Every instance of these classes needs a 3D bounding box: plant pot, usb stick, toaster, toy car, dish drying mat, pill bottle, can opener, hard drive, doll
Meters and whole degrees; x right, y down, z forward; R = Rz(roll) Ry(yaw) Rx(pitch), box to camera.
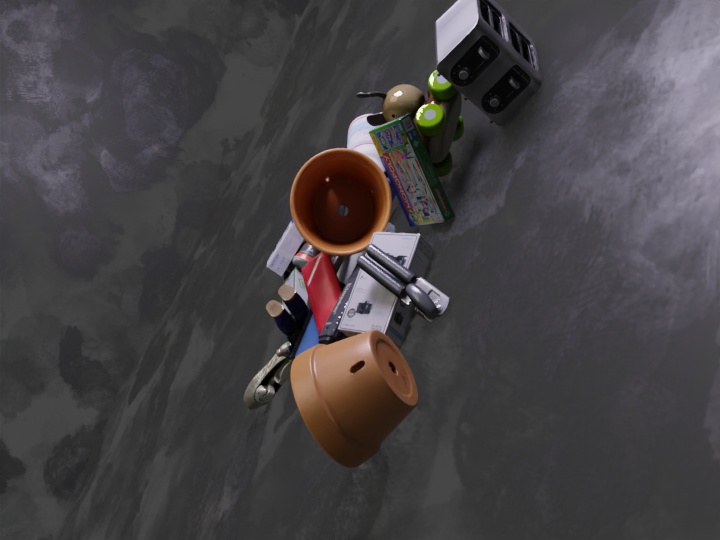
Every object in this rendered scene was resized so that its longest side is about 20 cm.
[{"bbox_3d":[0.000,0.189,1.292,0.139,0.200,0.202,-34,30,18],"label":"plant pot"},{"bbox_3d":[-0.021,0.054,1.518,0.055,0.033,0.203,-6,48,49],"label":"usb stick"},{"bbox_3d":[0.228,-0.394,1.471,0.118,0.179,0.203,-38,30,32],"label":"toaster"},{"bbox_3d":[0.088,-0.295,1.560,0.165,0.195,0.161,64,-137,-61],"label":"toy car"},{"bbox_3d":[-0.069,0.052,1.584,0.076,0.018,0.203,-35,47,17],"label":"dish drying mat"},{"bbox_3d":[0.021,-0.264,1.863,0.109,0.107,0.203,-45,28,33],"label":"pill bottle"},{"bbox_3d":[-0.036,-0.126,1.607,0.203,0.197,0.140,-62,-3,-3],"label":"plant pot"},{"bbox_3d":[0.071,0.016,1.382,0.053,0.067,0.199,-46,55,-10],"label":"can opener"},{"bbox_3d":[0.000,0.000,1.708,0.199,0.026,0.134,-39,31,46],"label":"hard drive"},{"bbox_3d":[-0.125,0.120,1.637,0.048,0.201,0.137,25,69,38],"label":"doll"}]

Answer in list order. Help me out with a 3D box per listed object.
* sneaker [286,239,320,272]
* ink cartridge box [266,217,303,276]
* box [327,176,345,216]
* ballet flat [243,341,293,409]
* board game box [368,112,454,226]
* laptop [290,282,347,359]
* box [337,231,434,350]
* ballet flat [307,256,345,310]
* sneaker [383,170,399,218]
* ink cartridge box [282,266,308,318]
[{"bbox_3d":[-0.121,-0.026,1.868,0.084,0.076,0.200,-66,10,-15],"label":"sneaker"},{"bbox_3d":[-0.144,-0.090,1.829,0.203,0.044,0.094,-58,10,5],"label":"ink cartridge box"},{"bbox_3d":[-0.065,-0.144,1.895,0.196,0.046,0.203,-94,13,-50],"label":"box"},{"bbox_3d":[-0.199,0.246,1.810,0.202,0.067,0.063,-55,32,16],"label":"ballet flat"},{"bbox_3d":[0.094,-0.183,1.514,0.029,0.204,0.134,-30,11,-23],"label":"board game box"},{"bbox_3d":[-0.026,0.108,1.534,0.199,0.102,0.181,-8,56,66],"label":"laptop"},{"bbox_3d":[0.048,0.033,1.468,0.115,0.060,0.204,3,65,40],"label":"box"},{"bbox_3d":[-0.062,0.005,1.734,0.067,0.046,0.203,-22,40,50],"label":"ballet flat"},{"bbox_3d":[0.039,-0.163,1.729,0.202,0.088,0.079,-54,22,18],"label":"sneaker"},{"bbox_3d":[-0.117,0.060,1.793,0.060,0.103,0.202,-48,25,25],"label":"ink cartridge box"}]
